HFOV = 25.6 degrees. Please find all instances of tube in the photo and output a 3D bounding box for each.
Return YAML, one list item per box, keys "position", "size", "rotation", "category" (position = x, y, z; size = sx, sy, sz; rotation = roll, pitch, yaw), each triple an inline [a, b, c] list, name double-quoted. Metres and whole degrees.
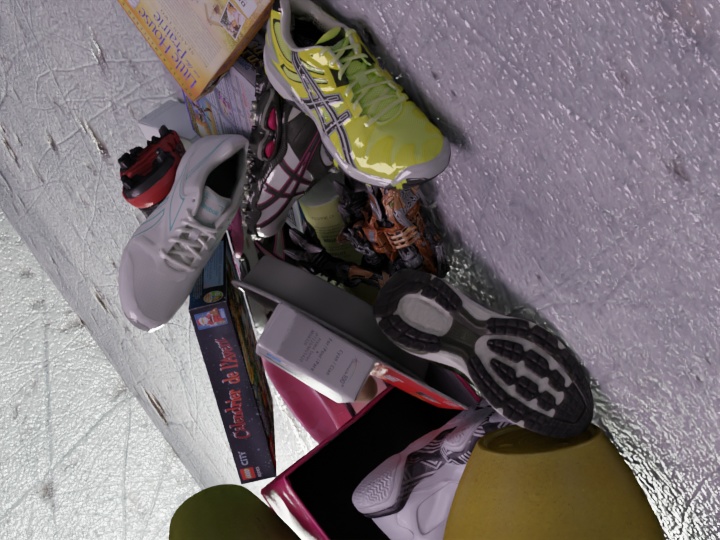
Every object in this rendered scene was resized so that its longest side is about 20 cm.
- position: [0.000, 0.000, 1.470]
  size: [0.058, 0.052, 0.201]
  rotation: [39, 159, 50]
  category: "tube"

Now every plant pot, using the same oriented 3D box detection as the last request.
- position: [-0.109, 0.308, 1.519]
  size: [0.188, 0.186, 0.201]
  rotation: [73, 171, -48]
  category: "plant pot"
- position: [0.150, 0.201, 1.271]
  size: [0.200, 0.198, 0.144]
  rotation: [-169, 69, -66]
  category: "plant pot"

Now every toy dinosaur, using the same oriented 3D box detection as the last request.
- position: [0.018, -0.012, 1.340]
  size: [0.135, 0.102, 0.202]
  rotation: [25, 130, 27]
  category: "toy dinosaur"

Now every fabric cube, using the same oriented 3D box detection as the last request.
- position: [0.043, 0.225, 1.543]
  size: [0.197, 0.199, 0.199]
  rotation: [51, 165, 4]
  category: "fabric cube"

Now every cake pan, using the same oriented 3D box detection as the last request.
- position: [-0.020, 0.044, 1.403]
  size: [0.199, 0.037, 0.200]
  rotation: [28, 174, 3]
  category: "cake pan"

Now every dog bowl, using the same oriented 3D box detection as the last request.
- position: [-0.037, 0.129, 1.782]
  size: [0.200, 0.074, 0.201]
  rotation: [48, 163, 20]
  category: "dog bowl"

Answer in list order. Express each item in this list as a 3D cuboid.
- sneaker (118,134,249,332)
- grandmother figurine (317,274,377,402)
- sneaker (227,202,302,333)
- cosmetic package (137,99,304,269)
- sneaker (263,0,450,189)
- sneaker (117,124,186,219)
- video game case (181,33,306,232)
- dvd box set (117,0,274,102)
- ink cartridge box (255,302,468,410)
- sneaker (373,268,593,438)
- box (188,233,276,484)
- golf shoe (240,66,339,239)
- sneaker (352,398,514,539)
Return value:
- position: [-0.156, -0.040, 1.427]
  size: [0.070, 0.202, 0.080]
  rotation: [30, 163, -22]
  category: "sneaker"
- position: [-0.014, 0.049, 1.597]
  size: [0.122, 0.060, 0.201]
  rotation: [58, 165, 30]
  category: "grandmother figurine"
- position: [-0.084, -0.013, 1.603]
  size: [0.201, 0.085, 0.081]
  rotation: [81, 172, -52]
  category: "sneaker"
- position: [-0.150, -0.081, 1.715]
  size: [0.150, 0.051, 0.201]
  rotation: [27, 148, 59]
  category: "cosmetic package"
- position: [-0.011, -0.135, 1.195]
  size: [0.200, 0.075, 0.077]
  rotation: [41, 157, 28]
  category: "sneaker"
- position: [-0.188, -0.081, 1.564]
  size: [0.098, 0.071, 0.201]
  rotation: [52, -176, -19]
  category: "sneaker"
- position: [-0.103, -0.151, 1.461]
  size: [0.181, 0.045, 0.201]
  rotation: [43, 160, 28]
  category: "video game case"
- position: [-0.138, -0.244, 1.307]
  size: [0.147, 0.029, 0.200]
  rotation: [53, 147, 3]
  category: "dvd box set"
- position: [-0.005, 0.093, 1.358]
  size: [0.175, 0.045, 0.200]
  rotation: [30, 174, -1]
  category: "ink cartridge box"
- position: [0.107, 0.068, 1.286]
  size: [0.199, 0.077, 0.089]
  rotation: [34, 178, 21]
  category: "sneaker"
- position: [-0.122, 0.084, 1.529]
  size: [0.137, 0.037, 0.202]
  rotation: [-100, -3, -61]
  category: "box"
- position: [-0.056, -0.087, 1.338]
  size: [0.201, 0.087, 0.078]
  rotation: [105, 169, -58]
  category: "golf shoe"
- position: [0.097, 0.191, 1.390]
  size: [0.115, 0.199, 0.075]
  rotation: [54, -157, -5]
  category: "sneaker"
